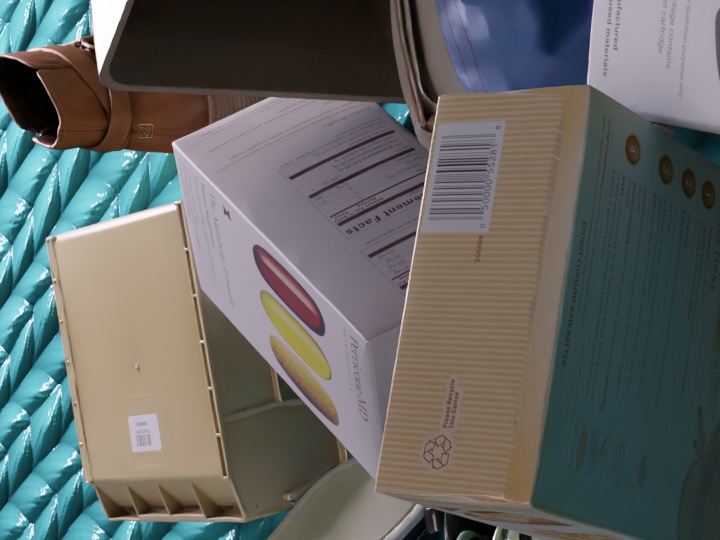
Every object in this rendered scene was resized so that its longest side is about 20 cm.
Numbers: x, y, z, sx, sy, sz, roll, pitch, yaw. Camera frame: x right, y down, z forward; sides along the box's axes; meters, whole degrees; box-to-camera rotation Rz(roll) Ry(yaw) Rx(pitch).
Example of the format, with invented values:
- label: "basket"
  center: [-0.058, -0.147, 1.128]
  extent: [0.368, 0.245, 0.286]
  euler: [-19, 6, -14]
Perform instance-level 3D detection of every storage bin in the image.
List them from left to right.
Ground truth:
- label: "storage bin"
  center: [-0.105, 0.054, 1.265]
  extent: [0.199, 0.093, 0.200]
  euler: [-10, 90, 56]

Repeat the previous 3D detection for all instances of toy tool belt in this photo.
- label: "toy tool belt"
  center: [0.089, -0.090, 0.922]
  extent: [0.201, 0.124, 0.123]
  euler: [67, 152, 19]

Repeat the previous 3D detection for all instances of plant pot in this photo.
- label: "plant pot"
  center: [-0.040, -0.223, 1.029]
  extent: [0.200, 0.199, 0.178]
  euler: [-62, 39, 41]

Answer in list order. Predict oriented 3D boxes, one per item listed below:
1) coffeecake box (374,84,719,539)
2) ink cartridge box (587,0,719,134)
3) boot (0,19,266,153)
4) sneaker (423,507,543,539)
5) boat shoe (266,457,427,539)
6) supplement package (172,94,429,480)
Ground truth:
- label: "coffeecake box"
  center: [0.103, 0.032, 0.787]
  extent: [0.073, 0.199, 0.155]
  euler: [0, 75, 39]
- label: "ink cartridge box"
  center: [0.204, -0.088, 0.728]
  extent: [0.199, 0.145, 0.084]
  euler: [18, 107, 53]
- label: "boot"
  center: [-0.166, -0.125, 1.257]
  extent: [0.200, 0.154, 0.077]
  euler: [44, 132, 42]
- label: "sneaker"
  center: [0.090, 0.166, 0.869]
  extent: [0.074, 0.118, 0.202]
  euler: [-36, 56, 41]
- label: "boat shoe"
  center: [-0.012, 0.178, 1.176]
  extent: [0.199, 0.066, 0.075]
  euler: [-45, 40, 20]
- label: "supplement package"
  center: [0.000, 0.000, 1.057]
  extent: [0.200, 0.109, 0.114]
  euler: [44, 152, 42]
